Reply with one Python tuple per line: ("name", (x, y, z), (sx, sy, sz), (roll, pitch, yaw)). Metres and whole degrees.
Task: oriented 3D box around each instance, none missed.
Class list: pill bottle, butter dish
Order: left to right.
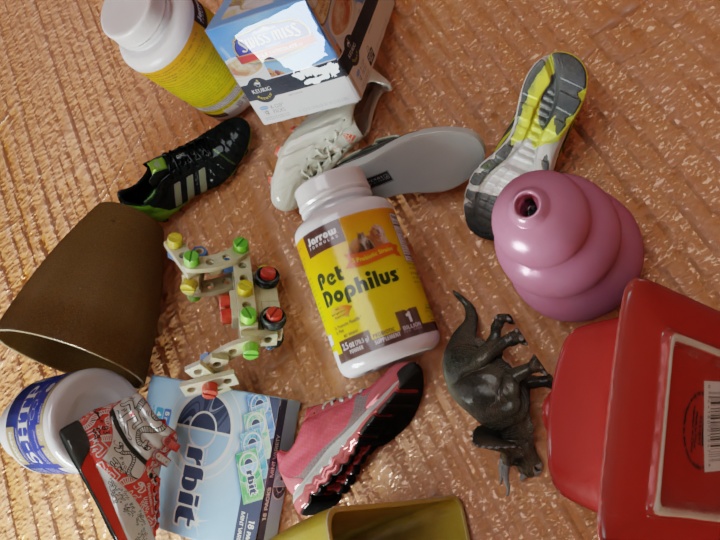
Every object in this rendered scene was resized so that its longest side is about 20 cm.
("pill bottle", (-0.366, 0.189, 0.941), (0.199, 0.119, 0.121), (-16, 68, 45))
("pill bottle", (-0.217, -0.274, 0.941), (0.109, 0.200, 0.110), (-8, 73, 27))
("pill bottle", (0.000, 0.000, 0.784), (0.109, 0.109, 0.201), (-24, 79, 22))
("butter dish", (0.216, 0.123, 0.628), (0.147, 0.199, 0.202), (-5, 71, 52))

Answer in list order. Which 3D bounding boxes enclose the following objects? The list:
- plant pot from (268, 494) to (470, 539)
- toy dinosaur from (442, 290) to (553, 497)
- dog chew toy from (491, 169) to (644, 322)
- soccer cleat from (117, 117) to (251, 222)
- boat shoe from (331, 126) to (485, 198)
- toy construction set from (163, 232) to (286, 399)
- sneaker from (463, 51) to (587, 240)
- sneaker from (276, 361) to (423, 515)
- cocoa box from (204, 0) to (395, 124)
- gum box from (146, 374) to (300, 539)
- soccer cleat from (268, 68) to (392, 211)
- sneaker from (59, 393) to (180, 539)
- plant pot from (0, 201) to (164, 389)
("plant pot", (-0.012, 0.326, 0.687), (0.176, 0.199, 0.201), (-26, 65, 34))
("toy dinosaur", (0.121, 0.100, 0.731), (0.102, 0.077, 0.201), (-36, 65, 9))
("dog chew toy", (0.172, -0.026, 0.661), (0.124, 0.200, 0.126), (-8, 74, 28))
("soccer cleat", (-0.226, -0.131, 0.986), (0.200, 0.081, 0.068), (-36, 62, 17))
("boat shoe", (0.044, -0.120, 0.834), (0.199, 0.071, 0.064), (-12, 34, 29))
("toy construction set", (-0.156, 0.044, 0.874), (0.130, 0.092, 0.201), (-2, 62, -14))
("sneaker", (0.173, -0.120, 0.767), (0.074, 0.085, 0.201), (33, 116, 12))
("sneaker", (-0.019, 0.158, 0.795), (0.200, 0.074, 0.087), (-50, 58, 9))
("cocoa box", (-0.060, -0.288, 0.862), (0.133, 0.132, 0.201), (-7, 46, 28))
("gum box", (-0.175, 0.220, 0.884), (0.199, 0.044, 0.171), (3, 78, 31))
("soccer cleat", (-0.038, -0.154, 0.896), (0.077, 0.069, 0.201), (30, 89, 29))
("sneaker", (-0.239, 0.238, 0.847), (0.067, 0.108, 0.202), (-15, 102, 62))
("plant pot", (-0.325, 0.023, 0.962), (0.185, 0.186, 0.201), (2, 62, 30))
